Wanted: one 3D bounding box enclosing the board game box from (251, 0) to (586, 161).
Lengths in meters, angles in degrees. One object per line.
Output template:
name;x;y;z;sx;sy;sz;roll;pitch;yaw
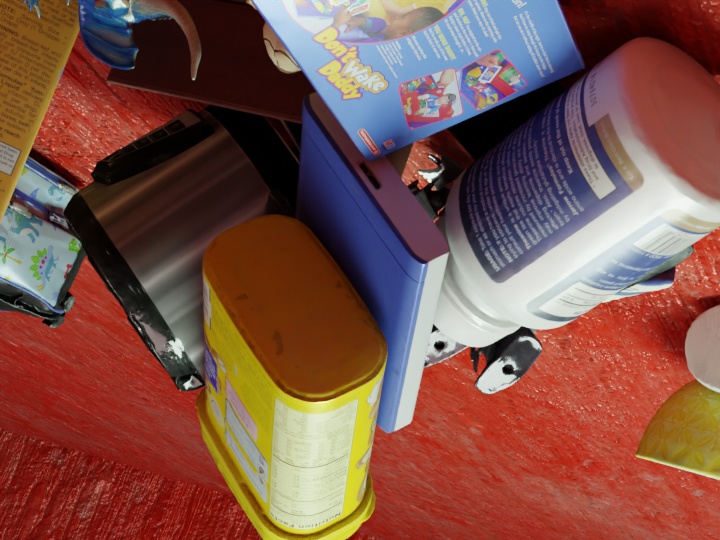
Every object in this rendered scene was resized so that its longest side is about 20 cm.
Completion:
board game box;0.024;-0.145;0.713;0.133;0.045;0.200;-22;149;11

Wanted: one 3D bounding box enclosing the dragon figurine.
dragon figurine;-0.148;-0.166;0.873;0.199;0.059;0.100;35;162;21

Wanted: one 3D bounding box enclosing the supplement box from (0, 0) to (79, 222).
supplement box;-0.247;-0.112;0.964;0.068;0.202;0.066;22;163;-18

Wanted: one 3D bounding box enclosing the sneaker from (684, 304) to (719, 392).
sneaker;0.340;0.066;1.063;0.088;0.076;0.199;19;166;-38

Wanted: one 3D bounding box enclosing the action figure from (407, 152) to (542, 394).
action figure;0.075;-0.003;0.996;0.130;0.201;0.069;32;122;-18

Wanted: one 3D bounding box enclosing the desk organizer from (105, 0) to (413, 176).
desk organizer;-0.058;-0.123;0.925;0.198;0.078;0.072;14;161;21

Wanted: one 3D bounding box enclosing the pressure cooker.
pressure cooker;-0.098;-0.030;1.058;0.176;0.199;0.179;52;171;31

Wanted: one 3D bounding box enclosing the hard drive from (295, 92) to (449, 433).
hard drive;0.000;0.000;0.881;0.132;0.025;0.201;55;158;26

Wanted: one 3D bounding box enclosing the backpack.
backpack;-0.379;-0.051;1.376;0.182;0.148;0.200;5;160;43

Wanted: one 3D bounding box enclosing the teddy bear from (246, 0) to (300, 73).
teddy bear;-0.053;-0.173;0.789;0.144;0.067;0.200;18;162;15

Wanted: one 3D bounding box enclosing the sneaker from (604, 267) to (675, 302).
sneaker;0.154;-0.038;0.977;0.087;0.076;0.200;-6;157;33

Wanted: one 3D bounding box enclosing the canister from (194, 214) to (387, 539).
canister;-0.047;0.078;0.928;0.149;0.086;0.201;55;156;28

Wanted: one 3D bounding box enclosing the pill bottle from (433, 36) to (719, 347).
pill bottle;0.120;-0.035;0.821;0.110;0.112;0.200;29;136;-25

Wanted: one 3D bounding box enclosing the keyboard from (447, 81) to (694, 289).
keyboard;0.146;-0.067;0.898;0.104;0.040;0.200;-25;131;28

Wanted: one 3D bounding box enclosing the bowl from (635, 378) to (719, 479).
bowl;0.332;0.126;1.148;0.198;0.109;0.200;16;176;1
